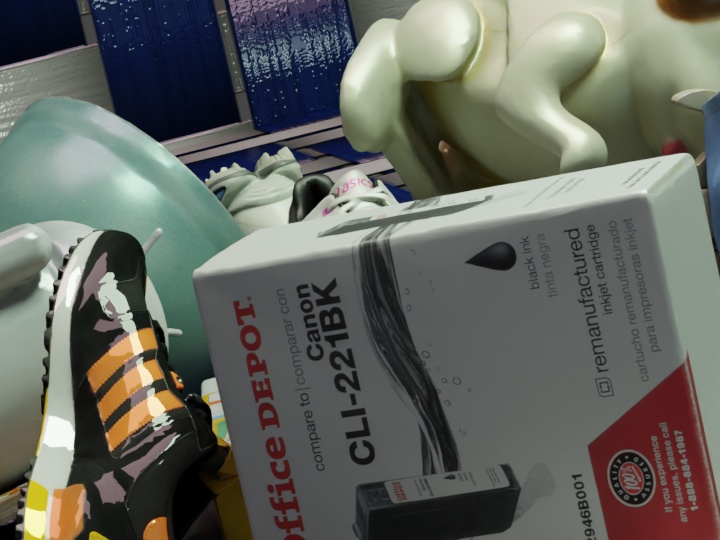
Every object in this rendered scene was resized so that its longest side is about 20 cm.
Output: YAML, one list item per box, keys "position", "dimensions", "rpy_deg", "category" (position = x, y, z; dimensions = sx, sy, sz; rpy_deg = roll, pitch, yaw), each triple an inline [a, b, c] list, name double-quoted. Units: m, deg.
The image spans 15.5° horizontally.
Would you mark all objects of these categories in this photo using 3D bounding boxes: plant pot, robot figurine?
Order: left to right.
- position: [-0.179, 0.048, 1.314]
  dimensions: [0.199, 0.170, 0.113]
  rpy_deg: [-27, 56, -20]
  category: "robot figurine"
- position: [-0.159, 0.025, 1.465]
  dimensions: [0.134, 0.201, 0.200]
  rpy_deg: [-46, 24, -26]
  category: "plant pot"

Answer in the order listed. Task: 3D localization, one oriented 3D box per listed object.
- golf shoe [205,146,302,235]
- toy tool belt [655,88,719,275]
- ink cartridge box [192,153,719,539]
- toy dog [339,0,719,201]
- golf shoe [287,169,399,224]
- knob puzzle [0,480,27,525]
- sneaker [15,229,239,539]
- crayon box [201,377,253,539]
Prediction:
- position: [-0.056, 0.024, 1.521]
  dimensions: [0.078, 0.097, 0.200]
  rpy_deg: [-22, -28, -17]
  category: "golf shoe"
- position: [0.191, -0.036, 1.193]
  dimensions: [0.122, 0.201, 0.125]
  rpy_deg: [-5, -15, -16]
  category: "toy tool belt"
- position: [0.046, 0.045, 1.077]
  dimensions: [0.199, 0.145, 0.084]
  rpy_deg: [-10, 9, 22]
  category: "ink cartridge box"
- position: [0.121, -0.094, 1.326]
  dimensions: [0.199, 0.140, 0.194]
  rpy_deg: [-3, 43, 29]
  category: "toy dog"
- position: [0.000, 0.000, 1.283]
  dimensions: [0.072, 0.093, 0.200]
  rpy_deg: [-15, 10, -17]
  category: "golf shoe"
- position: [-0.168, 0.122, 1.271]
  dimensions: [0.219, 0.031, 0.220]
  rpy_deg: [-26, 1, 0]
  category: "knob puzzle"
- position: [-0.093, 0.070, 1.151]
  dimensions: [0.089, 0.070, 0.201]
  rpy_deg: [1, 52, 5]
  category: "sneaker"
- position: [-0.011, 0.079, 1.261]
  dimensions: [0.125, 0.052, 0.200]
  rpy_deg: [-13, 8, -1]
  category: "crayon box"
